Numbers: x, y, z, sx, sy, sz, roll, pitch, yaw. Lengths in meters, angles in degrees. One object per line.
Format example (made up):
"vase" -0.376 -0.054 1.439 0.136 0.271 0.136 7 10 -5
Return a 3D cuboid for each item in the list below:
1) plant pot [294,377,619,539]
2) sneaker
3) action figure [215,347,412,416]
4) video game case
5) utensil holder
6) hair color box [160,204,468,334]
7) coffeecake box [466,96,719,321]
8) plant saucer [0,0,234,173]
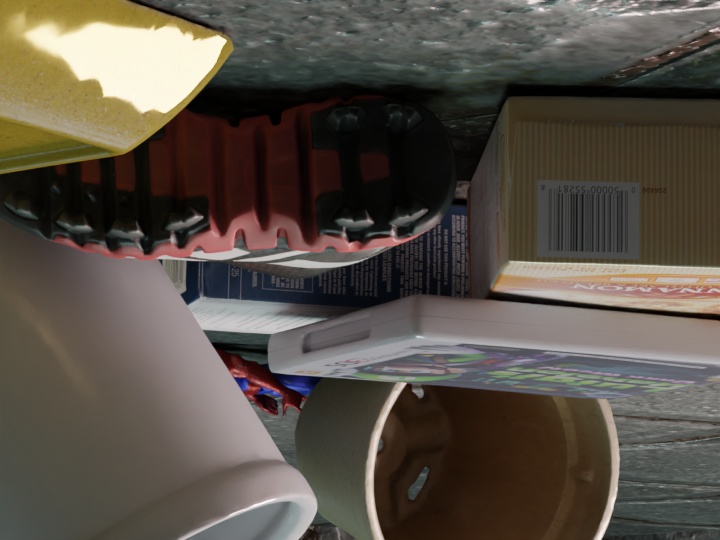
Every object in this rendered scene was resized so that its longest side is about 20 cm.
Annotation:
"plant pot" 0.048 0.131 1.707 0.199 0.202 0.183 6 180 -28
"sneaker" -0.061 -0.033 1.033 0.199 0.071 0.098 0 168 -3
"action figure" -0.062 0.083 1.795 0.199 0.052 0.065 8 172 -23
"video game case" 0.079 0.039 1.162 0.199 0.024 0.182 5 171 -22
"utensil holder" -0.141 0.066 1.083 0.169 0.201 0.170 -31 165 -10
"hair color box" 0.000 0.000 1.253 0.199 0.061 0.100 5 170 -19
"coffeecake box" 0.130 -0.020 1.087 0.152 0.074 0.200 1 171 -2
"plant saucer" -0.182 -0.070 0.903 0.199 0.049 0.199 -6 168 37
